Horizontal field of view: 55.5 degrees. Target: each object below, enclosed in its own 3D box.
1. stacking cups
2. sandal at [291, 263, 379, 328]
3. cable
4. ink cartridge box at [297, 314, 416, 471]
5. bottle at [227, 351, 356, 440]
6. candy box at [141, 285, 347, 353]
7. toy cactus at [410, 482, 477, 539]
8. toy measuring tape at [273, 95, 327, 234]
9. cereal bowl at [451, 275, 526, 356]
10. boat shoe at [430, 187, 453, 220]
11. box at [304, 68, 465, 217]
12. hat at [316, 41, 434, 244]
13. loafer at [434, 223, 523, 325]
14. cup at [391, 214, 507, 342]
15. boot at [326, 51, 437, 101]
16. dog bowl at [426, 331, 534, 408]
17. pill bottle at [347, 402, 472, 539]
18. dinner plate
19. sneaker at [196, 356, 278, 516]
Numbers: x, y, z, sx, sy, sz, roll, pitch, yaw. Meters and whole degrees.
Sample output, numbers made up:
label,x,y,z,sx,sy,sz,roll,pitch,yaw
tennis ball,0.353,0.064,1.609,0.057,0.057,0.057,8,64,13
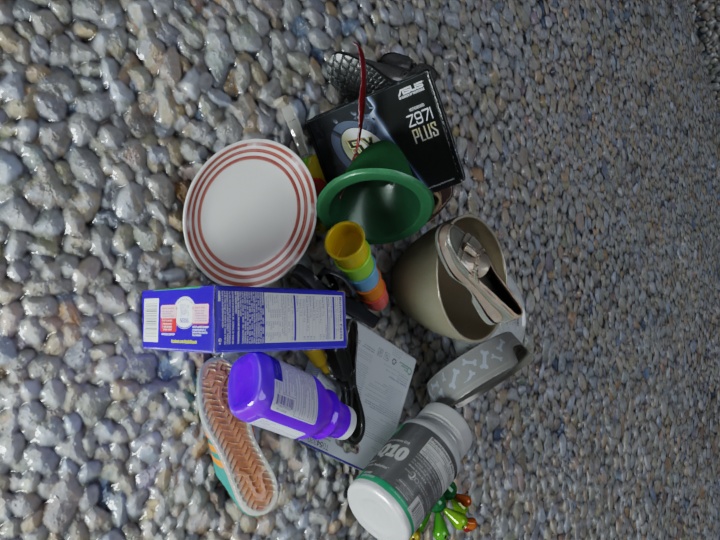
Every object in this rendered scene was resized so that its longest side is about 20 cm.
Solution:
label,x,y,z,sx,sy,sz,roll,pitch,yaw
stacking cups,0.000,0.000,1.025,0.201,0.059,0.062,62,40,-62
sandal,-0.034,0.029,1.011,0.043,0.075,0.199,-57,144,-1
cable,-0.029,0.150,0.991,0.097,0.049,0.204,-42,127,-45
ink cartridge box,-0.010,0.192,1.049,0.195,0.043,0.204,36,65,-37
bottle,-0.082,0.172,0.881,0.199,0.064,0.085,33,40,-44
candy box,-0.140,0.059,0.839,0.197,0.167,0.079,5,84,-45
toy cactus,0.118,0.365,1.143,0.197,0.101,0.169,18,55,-41
toy measuring tape,-0.094,-0.144,0.981,0.073,0.073,0.204,-35,110,-42
cereal bowl,0.257,0.090,1.306,0.197,0.082,0.206,8,79,-44
boat shoe,0.114,-0.115,1.187,0.198,0.071,0.074,-28,105,-44
box,0.040,-0.184,1.022,0.086,0.196,0.167,-72,142,-71
hat,0.025,-0.164,0.973,0.162,0.200,0.180,12,58,-20
loafer,0.187,0.003,1.054,0.201,0.062,0.073,53,52,-28
cup,0.135,0.019,1.144,0.197,0.141,0.206,7,79,-44
boot,0.036,-0.324,1.136,0.196,0.070,0.133,23,39,-17
dog bowl,0.198,0.175,1.167,0.197,0.200,0.059,-13,63,-45
pill bottle,0.080,0.298,1.025,0.199,0.112,0.115,-39,112,-40
dinner plate,-0.146,-0.075,0.915,0.196,0.024,0.205,-13,113,-31
sneaker,-0.167,0.215,0.873,0.070,0.080,0.204,-13,75,-30
